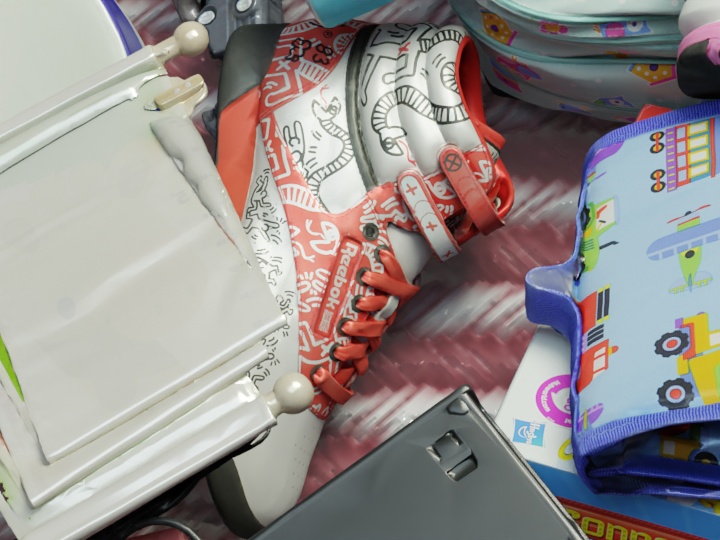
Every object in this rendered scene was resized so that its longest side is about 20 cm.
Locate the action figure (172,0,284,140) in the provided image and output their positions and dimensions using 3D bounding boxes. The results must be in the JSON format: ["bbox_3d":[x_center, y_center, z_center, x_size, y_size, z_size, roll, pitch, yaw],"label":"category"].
[{"bbox_3d":[-0.087,-0.142,1.020,0.193,0.105,0.200,-16,60,11],"label":"action figure"}]

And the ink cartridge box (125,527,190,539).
[{"bbox_3d":[-0.142,0.159,0.861,0.199,0.117,0.068,-14,63,1],"label":"ink cartridge box"}]

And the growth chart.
[{"bbox_3d":[-0.097,0.008,0.847,0.144,0.018,0.200,-24,50,4],"label":"growth chart"}]

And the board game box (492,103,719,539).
[{"bbox_3d":[0.163,0.041,0.868,0.195,0.056,0.200,15,44,14],"label":"board game box"}]

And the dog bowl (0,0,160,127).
[{"bbox_3d":[-0.176,-0.046,0.953,0.199,0.079,0.201,0,86,3],"label":"dog bowl"}]

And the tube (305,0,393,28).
[{"bbox_3d":[0.066,-0.153,0.900,0.200,0.050,0.078,-26,87,8],"label":"tube"}]

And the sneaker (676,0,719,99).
[{"bbox_3d":[0.203,-0.117,0.859,0.199,0.080,0.087,-6,81,-15],"label":"sneaker"}]

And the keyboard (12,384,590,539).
[{"bbox_3d":[-0.037,0.106,0.791,0.200,0.021,0.127,-35,66,-6],"label":"keyboard"}]

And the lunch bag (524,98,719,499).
[{"bbox_3d":[0.152,0.004,0.813,0.199,0.094,0.151,-3,44,9],"label":"lunch bag"}]

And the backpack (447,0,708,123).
[{"bbox_3d":[0.130,-0.131,0.965,0.199,0.127,0.167,0,66,12],"label":"backpack"}]

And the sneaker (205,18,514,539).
[{"bbox_3d":[0.000,-0.001,0.931,0.108,0.067,0.202,-2,73,15],"label":"sneaker"}]
